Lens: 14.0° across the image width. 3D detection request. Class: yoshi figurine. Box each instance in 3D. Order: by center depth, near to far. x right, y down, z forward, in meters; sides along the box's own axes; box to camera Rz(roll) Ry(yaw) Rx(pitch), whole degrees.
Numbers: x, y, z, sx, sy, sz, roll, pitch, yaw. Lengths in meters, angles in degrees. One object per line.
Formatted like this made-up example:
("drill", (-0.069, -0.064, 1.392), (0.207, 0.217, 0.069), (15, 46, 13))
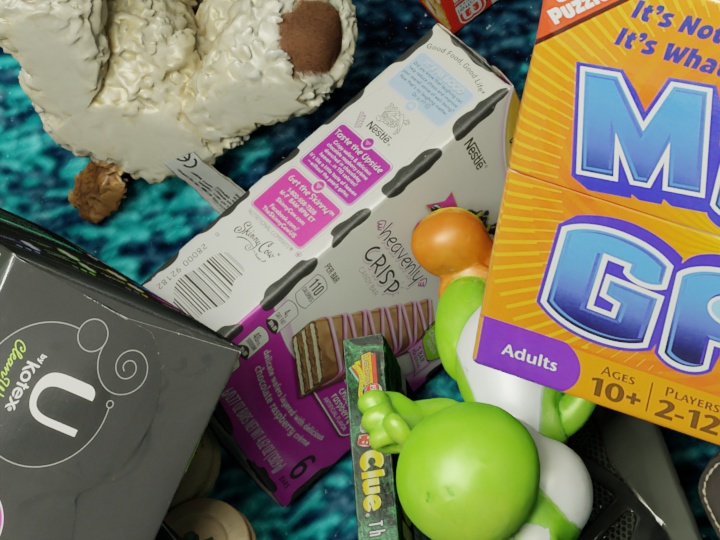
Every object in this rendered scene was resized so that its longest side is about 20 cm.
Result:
("yoshi figurine", (0.059, 0.051, 1.260), (0.111, 0.113, 0.201), (17, 51, -16))

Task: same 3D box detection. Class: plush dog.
("plush dog", (-0.110, -0.134, 1.491), (0.199, 0.161, 0.172), (12, 49, -11))

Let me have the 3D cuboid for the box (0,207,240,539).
("box", (-0.171, 0.052, 1.279), (0.200, 0.124, 0.149), (29, 94, 56))

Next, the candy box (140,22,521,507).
("candy box", (0.000, 0.000, 1.376), (0.200, 0.137, 0.061), (-43, 54, -8))

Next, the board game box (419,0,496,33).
("board game box", (0.044, -0.241, 1.537), (0.151, 0.046, 0.200), (-37, 62, -5))

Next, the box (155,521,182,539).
("box", (-0.088, 0.228, 1.257), (0.160, 0.044, 0.200), (-41, 62, -3))

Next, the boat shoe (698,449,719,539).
("boat shoe", (0.213, 0.150, 1.282), (0.065, 0.073, 0.200), (-14, 51, -42))

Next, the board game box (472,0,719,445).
("board game box", (0.182, -0.062, 1.191), (0.199, 0.201, 0.200), (18, 38, 12))

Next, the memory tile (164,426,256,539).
("memory tile", (-0.105, 0.171, 1.324), (0.153, 0.017, 0.201), (-29, 61, 4))

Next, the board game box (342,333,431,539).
("board game box", (0.020, 0.140, 1.324), (0.023, 0.105, 0.201), (-11, 63, 12))

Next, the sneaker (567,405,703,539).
("sneaker", (0.108, 0.156, 1.314), (0.114, 0.076, 0.200), (-23, 58, 4))
